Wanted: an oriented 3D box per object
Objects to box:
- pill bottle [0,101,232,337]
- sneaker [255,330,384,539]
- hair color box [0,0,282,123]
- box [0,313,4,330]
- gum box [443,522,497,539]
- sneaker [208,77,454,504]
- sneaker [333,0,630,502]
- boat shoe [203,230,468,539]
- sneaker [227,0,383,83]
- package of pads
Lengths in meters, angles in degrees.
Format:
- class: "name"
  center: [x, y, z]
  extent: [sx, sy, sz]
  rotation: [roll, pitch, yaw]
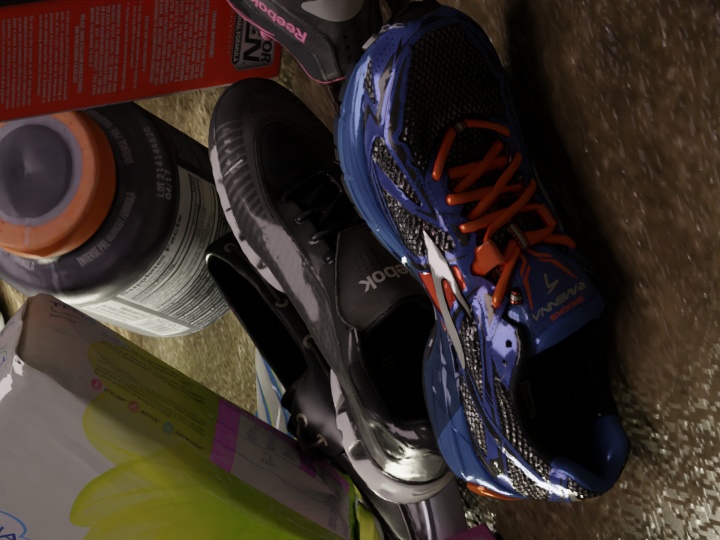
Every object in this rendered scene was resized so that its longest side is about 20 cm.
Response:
- class: "pill bottle"
  center: [-0.125, -0.030, 1.046]
  extent: [0.107, 0.106, 0.200]
  rotation: [65, -171, 14]
- class: "sneaker"
  center: [-0.044, 0.128, 1.100]
  extent: [0.076, 0.104, 0.202]
  rotation: [26, 134, 64]
- class: "hair color box"
  center: [-0.143, -0.121, 0.963]
  extent: [0.102, 0.198, 0.062]
  rotation: [50, 142, 44]
- class: "box"
  center: [-0.419, 0.133, 2.049]
  extent: [0.200, 0.170, 0.201]
  rotation: [30, 137, 62]
- class: "gum box"
  center: [0.024, 0.223, 0.992]
  extent: [0.066, 0.113, 0.201]
  rotation: [52, 155, 41]
- class: "sneaker"
  center: [0.000, 0.000, 0.913]
  extent: [0.201, 0.066, 0.090]
  rotation: [64, 158, 5]
- class: "sneaker"
  center: [0.054, -0.003, 0.761]
  extent: [0.078, 0.075, 0.201]
  rotation: [17, 134, 56]
- class: "boat shoe"
  center: [-0.013, 0.059, 1.016]
  extent: [0.201, 0.056, 0.069]
  rotation: [62, 160, 24]
- class: "sneaker"
  center: [-0.047, -0.138, 0.901]
  extent: [0.200, 0.079, 0.096]
  rotation: [46, 162, 53]
- class: "package of pads"
  center: [-0.114, 0.118, 1.015]
  extent: [0.155, 0.199, 0.068]
  rotation: [-50, 20, 25]
